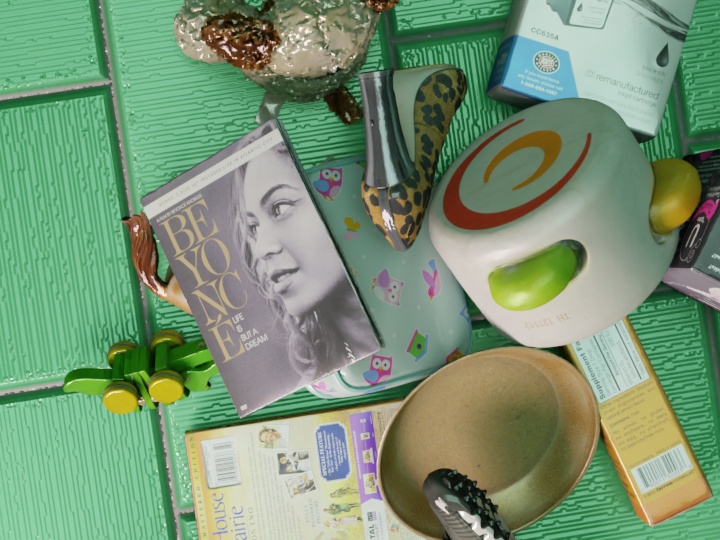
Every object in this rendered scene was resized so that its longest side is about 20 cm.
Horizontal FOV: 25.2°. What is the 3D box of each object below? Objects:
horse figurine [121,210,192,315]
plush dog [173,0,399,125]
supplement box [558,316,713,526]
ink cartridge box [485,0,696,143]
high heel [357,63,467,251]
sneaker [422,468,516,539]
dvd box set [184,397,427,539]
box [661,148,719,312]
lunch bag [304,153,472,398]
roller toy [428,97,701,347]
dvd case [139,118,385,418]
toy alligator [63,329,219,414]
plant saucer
[{"bbox_3d":[-0.110,-0.002,1.381,0.197,0.050,0.134,8,96,-10],"label":"horse figurine"},{"bbox_3d":[-0.042,-0.197,1.327,0.199,0.172,0.162,-29,92,-4],"label":"plush dog"},{"bbox_3d":[0.231,0.115,1.397,0.068,0.067,0.202,-24,91,-1],"label":"supplement box"},{"bbox_3d":[0.208,-0.228,1.387,0.145,0.086,0.202,17,90,-3],"label":"ink cartridge box"},{"bbox_3d":[0.048,-0.097,1.336,0.071,0.200,0.144,-4,97,24],"label":"high heel"},{"bbox_3d":[0.096,0.248,1.360,0.090,0.067,0.200,-36,124,7],"label":"sneaker"},{"bbox_3d":[-0.046,0.197,1.396,0.197,0.029,0.148,-9,91,-4],"label":"dvd box set"},{"bbox_3d":[0.325,-0.021,1.335,0.131,0.200,0.116,26,90,-4],"label":"box"},{"bbox_3d":[0.000,0.000,1.352,0.159,0.077,0.202,-14,90,-29],"label":"lunch bag"},{"bbox_3d":[0.162,-0.037,1.317,0.200,0.182,0.140,-46,121,-13],"label":"roller toy"},{"bbox_3d":[-0.081,0.000,1.298,0.148,0.016,0.202,-27,86,27],"label":"dvd case"},{"bbox_3d":[-0.154,0.088,1.373,0.198,0.060,0.055,-14,132,8],"label":"toy alligator"},{"bbox_3d":[0.104,0.141,1.361,0.198,0.036,0.202,-8,121,-13],"label":"plant saucer"}]
